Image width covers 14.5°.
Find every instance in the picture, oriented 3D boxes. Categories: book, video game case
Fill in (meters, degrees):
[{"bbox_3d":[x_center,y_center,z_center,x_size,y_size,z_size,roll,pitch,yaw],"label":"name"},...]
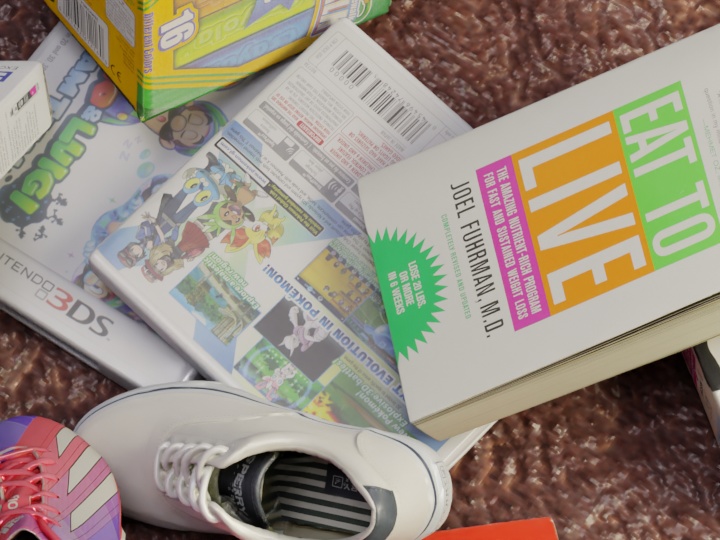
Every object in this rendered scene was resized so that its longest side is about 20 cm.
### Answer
[{"bbox_3d":[0.103,-0.018,1.307,0.199,0.048,0.134,-24,62,20],"label":"book"},{"bbox_3d":[-0.107,-0.050,1.431,0.182,0.024,0.200,31,72,20],"label":"video game case"},{"bbox_3d":[0.000,0.000,1.377,0.200,0.022,0.182,42,75,14],"label":"video game case"}]

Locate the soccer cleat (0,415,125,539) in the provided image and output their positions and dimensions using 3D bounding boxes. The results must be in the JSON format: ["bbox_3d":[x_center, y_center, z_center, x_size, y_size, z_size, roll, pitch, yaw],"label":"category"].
[{"bbox_3d":[-0.143,0.119,1.265,0.067,0.077,0.200,-34,39,5],"label":"soccer cleat"}]

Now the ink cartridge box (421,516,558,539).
[{"bbox_3d":[0.023,0.192,1.254,0.199,0.044,0.174,-6,63,-17],"label":"ink cartridge box"}]

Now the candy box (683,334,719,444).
[{"bbox_3d":[0.211,0.000,1.334,0.136,0.061,0.201,-18,63,0],"label":"candy box"}]

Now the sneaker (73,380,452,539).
[{"bbox_3d":[-0.058,0.091,1.304,0.199,0.071,0.073,3,92,28],"label":"sneaker"}]

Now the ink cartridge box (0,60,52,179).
[{"bbox_3d":[-0.277,-0.049,1.371,0.196,0.043,0.200,2,27,18],"label":"ink cartridge box"}]

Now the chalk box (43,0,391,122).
[{"bbox_3d":[-0.057,-0.189,1.419,0.200,0.124,0.124,-27,59,-22],"label":"chalk box"}]
